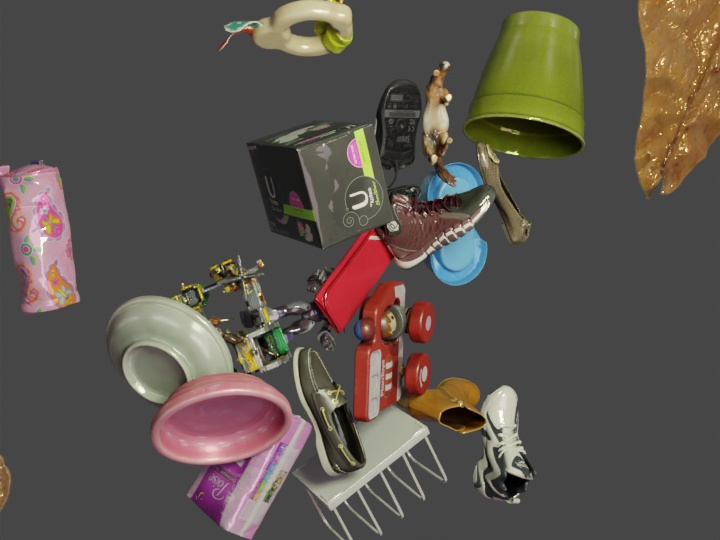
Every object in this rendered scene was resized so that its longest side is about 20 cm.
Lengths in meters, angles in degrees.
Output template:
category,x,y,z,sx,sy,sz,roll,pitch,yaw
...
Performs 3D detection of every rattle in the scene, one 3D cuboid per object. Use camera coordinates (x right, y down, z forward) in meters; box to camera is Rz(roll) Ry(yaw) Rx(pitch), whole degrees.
category,x,y,z,sx,sy,sz,roll,pitch,yaw
rattle,-0.111,-0.391,1.486,0.197,0.130,0.145,-2,89,0

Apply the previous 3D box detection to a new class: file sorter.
category,x,y,z,sx,sy,sz,roll,pitch,yaw
file sorter,0.021,0.335,1.639,0.199,0.138,0.125,-35,115,-17

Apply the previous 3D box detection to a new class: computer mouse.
category,x,y,z,sx,sy,sz,roll,pitch,yaw
computer mouse,0.028,-0.200,1.605,0.139,0.046,0.203,-8,109,-23

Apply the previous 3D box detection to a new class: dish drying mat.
category,x,y,z,sx,sy,sz,roll,pitch,yaw
dish drying mat,0.000,0.000,1.599,0.077,0.018,0.201,55,54,-29

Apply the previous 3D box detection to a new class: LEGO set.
category,x,y,z,sx,sy,sz,roll,pitch,yaw
LEGO set,-0.188,0.086,1.454,0.152,0.116,0.203,-13,91,8

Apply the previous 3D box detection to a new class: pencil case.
category,x,y,z,sx,sy,sz,roll,pitch,yaw
pencil case,-0.435,-0.045,1.373,0.087,0.087,0.203,-12,104,-24

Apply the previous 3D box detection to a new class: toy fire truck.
category,x,y,z,sx,sy,sz,roll,pitch,yaw
toy fire truck,0.036,0.122,1.580,0.168,0.111,0.203,-15,110,-66

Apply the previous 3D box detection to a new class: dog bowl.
category,x,y,z,sx,sy,sz,roll,pitch,yaw
dog bowl,0.149,-0.079,1.682,0.110,0.049,0.203,-10,104,-25

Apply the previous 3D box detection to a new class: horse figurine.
category,x,y,z,sx,sy,sz,roll,pitch,yaw
horse figurine,0.123,-0.234,1.600,0.049,0.133,0.203,-1,96,-2

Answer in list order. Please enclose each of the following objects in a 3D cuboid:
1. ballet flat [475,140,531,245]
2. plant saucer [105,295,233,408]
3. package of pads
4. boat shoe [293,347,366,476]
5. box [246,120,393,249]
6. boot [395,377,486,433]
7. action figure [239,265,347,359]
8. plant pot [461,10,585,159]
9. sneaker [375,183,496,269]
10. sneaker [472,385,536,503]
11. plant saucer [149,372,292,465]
category,x,y,z,sx,sy,sz,roll,pitch,yaw
ballet flat,0.242,-0.132,1.707,0.046,0.068,0.201,-16,116,20
plant saucer,-0.278,0.132,1.427,0.202,0.198,0.050,62,29,-21
package of pads,-0.170,0.290,1.541,0.076,0.120,0.201,35,82,-47
boat shoe,-0.045,0.207,1.531,0.072,0.060,0.204,-27,99,-62
box,-0.061,-0.131,1.480,0.123,0.200,0.150,-22,108,-22
boot,0.163,0.230,1.679,0.199,0.143,0.072,5,99,-38
action figure,-0.084,0.071,1.579,0.198,0.069,0.132,-21,103,-26
plant pot,0.279,-0.305,1.644,0.199,0.200,0.195,17,79,-28
sneaker,0.106,-0.095,1.578,0.199,0.076,0.116,-37,108,20
sneaker,0.263,0.310,1.762,0.079,0.129,0.202,13,93,-29
plant saucer,-0.196,0.204,1.423,0.198,0.051,0.202,-10,144,-7
